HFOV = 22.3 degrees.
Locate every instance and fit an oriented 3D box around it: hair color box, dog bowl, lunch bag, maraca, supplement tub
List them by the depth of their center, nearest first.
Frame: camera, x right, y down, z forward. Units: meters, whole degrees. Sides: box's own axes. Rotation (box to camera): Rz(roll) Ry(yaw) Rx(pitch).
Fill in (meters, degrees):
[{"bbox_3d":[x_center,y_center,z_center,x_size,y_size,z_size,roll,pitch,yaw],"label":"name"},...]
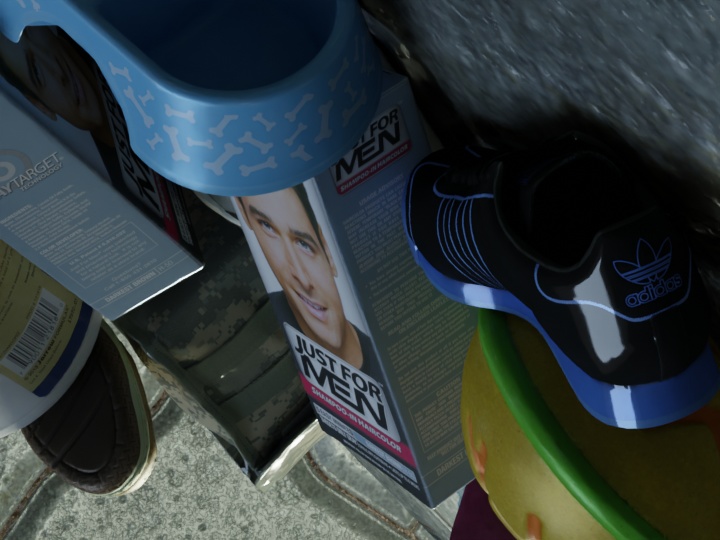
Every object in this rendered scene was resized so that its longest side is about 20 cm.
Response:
[{"bbox_3d":[-0.078,-0.117,0.738,0.200,0.111,0.050,41,158,23],"label":"dog bowl"},{"bbox_3d":[0.096,0.051,0.739,0.137,0.107,0.200,42,-162,-22],"label":"maraca"},{"bbox_3d":[0.000,0.000,0.825,0.099,0.060,0.201,29,145,51],"label":"hair color box"},{"bbox_3d":[-0.157,-0.069,0.855,0.200,0.060,0.099,44,-159,-52],"label":"hair color box"},{"bbox_3d":[-0.236,-0.009,0.916,0.144,0.145,0.200,38,177,36],"label":"supplement tub"},{"bbox_3d":[-0.041,0.026,1.053,0.117,0.164,0.200,38,168,44],"label":"lunch bag"}]

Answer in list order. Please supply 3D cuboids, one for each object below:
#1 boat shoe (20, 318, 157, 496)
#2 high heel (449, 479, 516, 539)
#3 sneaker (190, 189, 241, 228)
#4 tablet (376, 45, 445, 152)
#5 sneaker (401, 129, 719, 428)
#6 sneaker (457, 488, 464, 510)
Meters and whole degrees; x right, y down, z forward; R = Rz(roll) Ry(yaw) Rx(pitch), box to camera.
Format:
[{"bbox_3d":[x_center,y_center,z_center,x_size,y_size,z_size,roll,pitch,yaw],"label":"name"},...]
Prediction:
[{"bbox_3d":[-0.155,0.054,1.017,0.076,0.072,0.200,39,-168,-50],"label":"boat shoe"},{"bbox_3d":[0.058,0.093,1.021,0.200,0.095,0.068,-120,20,-50],"label":"high heel"},{"bbox_3d":[-0.064,-0.082,0.867,0.200,0.074,0.079,48,166,-27],"label":"sneaker"},{"bbox_3d":[-0.026,-0.101,0.883,0.200,0.014,0.130,38,170,43],"label":"tablet"},{"bbox_3d":[0.066,-0.020,0.671,0.200,0.070,0.078,42,153,57],"label":"sneaker"},{"bbox_3d":[0.079,0.141,1.064,0.082,0.074,0.200,42,-149,3],"label":"sneaker"}]
